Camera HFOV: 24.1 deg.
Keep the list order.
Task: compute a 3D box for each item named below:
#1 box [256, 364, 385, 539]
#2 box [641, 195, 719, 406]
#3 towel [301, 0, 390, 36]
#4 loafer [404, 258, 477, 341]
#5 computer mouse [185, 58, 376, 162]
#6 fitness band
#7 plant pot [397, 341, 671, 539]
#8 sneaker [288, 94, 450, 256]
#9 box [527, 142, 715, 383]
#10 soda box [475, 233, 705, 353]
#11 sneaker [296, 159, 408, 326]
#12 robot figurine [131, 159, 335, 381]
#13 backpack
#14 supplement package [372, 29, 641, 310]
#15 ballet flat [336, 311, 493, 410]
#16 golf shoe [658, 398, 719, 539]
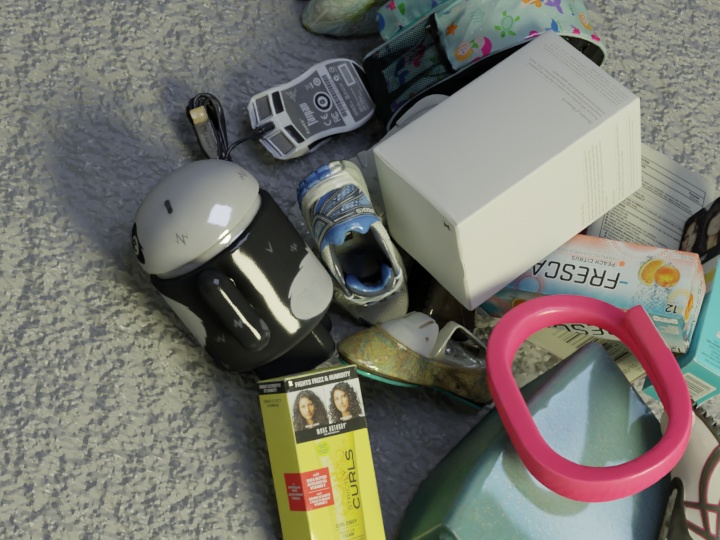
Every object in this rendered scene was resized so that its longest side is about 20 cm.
[{"bbox_3d":[-0.028,0.182,1.381,0.075,0.050,0.201,-8,90,-33],"label":"box"},{"bbox_3d":[0.316,0.025,1.523,0.049,0.082,0.201,30,56,-13],"label":"box"},{"bbox_3d":[0.063,-0.284,1.618,0.199,0.171,0.048,-9,69,-31],"label":"towel"},{"bbox_3d":[0.091,-0.017,1.572,0.071,0.073,0.201,29,62,-22],"label":"loafer"},{"bbox_3d":[-0.068,-0.134,1.554,0.199,0.044,0.110,-26,87,-34],"label":"computer mouse"},{"bbox_3d":[0.179,0.096,1.336,0.143,0.038,0.201,-19,47,-5],"label":"fitness band"},{"bbox_3d":[0.147,0.214,1.413,0.200,0.196,0.196,-34,85,-30],"label":"plant pot"},{"bbox_3d":[0.025,-0.071,1.526,0.199,0.081,0.077,-34,62,3],"label":"sneaker"},{"bbox_3d":[0.246,-0.011,1.620,0.127,0.109,0.201,28,56,-14],"label":"box"},{"bbox_3d":[0.196,0.013,1.475,0.199,0.064,0.069,10,62,24],"label":"soda box"},{"bbox_3d":[0.000,0.000,1.447,0.077,0.200,0.085,-27,50,1],"label":"sneaker"},{"bbox_3d":[-0.104,0.004,1.403,0.125,0.150,0.200,-49,116,-27],"label":"robot figurine"},{"bbox_3d":[0.122,-0.208,1.577,0.177,0.199,0.151,6,65,-50],"label":"backpack"},{"bbox_3d":[0.128,-0.088,1.446,0.200,0.122,0.120,-35,55,-16],"label":"supplement package"},{"bbox_3d":[0.058,0.071,1.469,0.199,0.070,0.071,20,55,-46],"label":"ballet flat"},{"bbox_3d":[0.265,0.196,1.322,0.088,0.077,0.201,-15,71,-7],"label":"golf shoe"}]
